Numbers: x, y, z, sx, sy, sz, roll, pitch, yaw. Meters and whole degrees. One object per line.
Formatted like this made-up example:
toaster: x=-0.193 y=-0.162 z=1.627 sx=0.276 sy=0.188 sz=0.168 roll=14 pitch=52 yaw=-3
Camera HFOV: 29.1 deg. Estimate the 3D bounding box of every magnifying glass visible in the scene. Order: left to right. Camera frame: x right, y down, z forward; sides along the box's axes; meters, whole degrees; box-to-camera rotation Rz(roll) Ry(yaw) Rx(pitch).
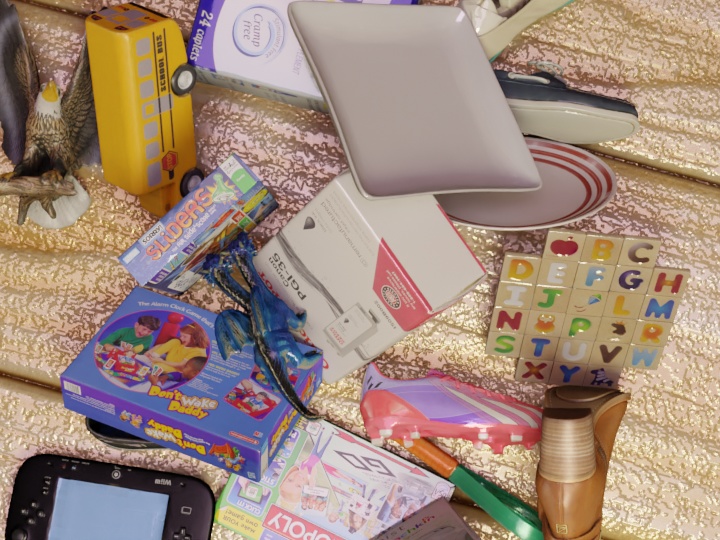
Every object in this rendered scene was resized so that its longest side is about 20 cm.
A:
magnifying glass: x=0.105 y=0.203 z=1.314 sx=0.200 sy=0.080 sz=0.022 roll=36 pitch=96 yaw=12

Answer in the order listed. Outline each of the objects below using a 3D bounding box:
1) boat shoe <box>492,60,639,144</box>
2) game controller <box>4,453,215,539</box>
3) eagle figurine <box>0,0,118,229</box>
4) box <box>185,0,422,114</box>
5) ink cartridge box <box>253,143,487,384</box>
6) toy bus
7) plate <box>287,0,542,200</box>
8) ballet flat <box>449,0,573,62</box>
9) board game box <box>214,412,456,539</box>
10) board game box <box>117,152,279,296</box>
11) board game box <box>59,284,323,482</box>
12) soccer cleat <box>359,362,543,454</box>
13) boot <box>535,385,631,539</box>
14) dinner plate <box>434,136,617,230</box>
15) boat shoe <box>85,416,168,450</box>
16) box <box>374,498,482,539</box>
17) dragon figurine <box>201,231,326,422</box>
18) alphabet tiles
boat shoe: x=0.167 y=-0.162 z=1.324 sx=0.200 sy=0.075 sz=0.062 roll=4 pitch=65 yaw=14
game controller: x=-0.237 y=0.236 z=1.317 sx=0.200 sy=0.042 sz=0.104 roll=7 pitch=89 yaw=8
eagle figurine: x=-0.294 y=-0.152 z=1.320 sx=0.152 sy=0.151 sz=0.200 roll=30 pitch=50 yaw=-36
box: x=-0.045 y=-0.250 z=1.316 sx=0.200 sy=0.105 sz=0.184 roll=14 pitch=88 yaw=1
ink cartridge box: x=0.000 y=0.000 z=1.251 sx=0.083 sy=0.200 sz=0.147 roll=-34 pitch=86 yaw=-36
toy bus: x=-0.197 y=-0.141 z=1.276 sx=0.065 sy=0.078 sz=0.200 roll=26 pitch=130 yaw=36
plate: x=0.043 y=-0.144 z=1.206 sx=0.199 sy=0.032 sz=0.200 roll=-6 pitch=65 yaw=-35
ballet flat: x=0.132 y=-0.252 z=1.319 sx=0.200 sy=0.069 sz=0.069 roll=-38 pitch=87 yaw=-15
board game box: x=-0.026 y=0.221 z=1.331 sx=0.200 sy=0.029 sz=0.135 roll=25 pitch=87 yaw=2
board game box: x=-0.141 y=-0.037 z=1.259 sx=0.135 sy=0.200 sz=0.034 roll=-43 pitch=86 yaw=-2
board game box: x=-0.152 y=0.100 z=1.270 sx=0.200 sy=0.045 sz=0.134 roll=19 pitch=45 yaw=16
soccer cleat: x=0.096 y=0.128 z=1.304 sx=0.200 sy=0.067 sz=0.077 roll=4 pitch=68 yaw=-15
boot: x=0.203 y=0.190 z=1.261 sx=0.077 sy=0.200 sz=0.155 roll=1 pitch=98 yaw=15
dinner plate: x=0.134 y=-0.076 z=1.276 sx=0.200 sy=0.200 sz=0.024 roll=-3 pitch=118 yaw=1
boat shoe: x=-0.162 y=0.140 z=1.307 sx=0.200 sy=0.057 sz=0.069 roll=-7 pitch=80 yaw=10
box: x=0.103 y=0.324 z=1.235 sx=0.097 sy=0.176 sz=0.200 roll=-31 pitch=98 yaw=-6
dragon figurine: x=-0.088 y=0.054 z=1.208 sx=0.059 sy=0.200 sz=0.099 roll=-36 pitch=130 yaw=19
alphabet tiles: x=0.205 y=0.039 z=1.276 sx=0.166 sy=0.200 sz=0.006 roll=6 pitch=44 yaw=0
